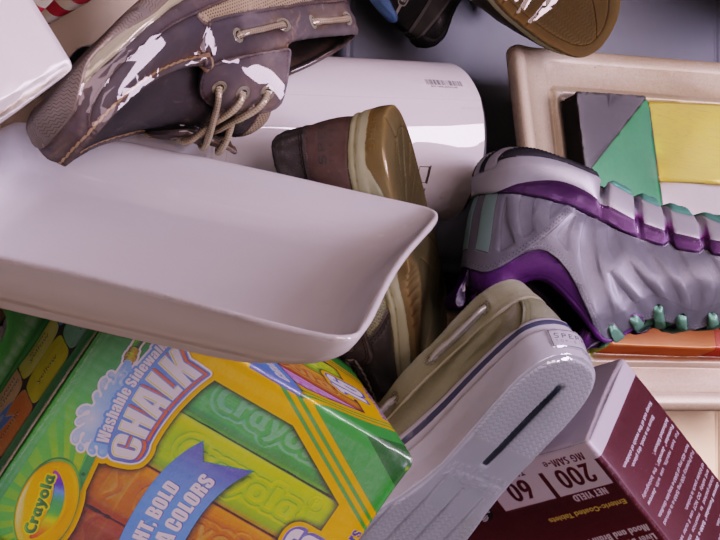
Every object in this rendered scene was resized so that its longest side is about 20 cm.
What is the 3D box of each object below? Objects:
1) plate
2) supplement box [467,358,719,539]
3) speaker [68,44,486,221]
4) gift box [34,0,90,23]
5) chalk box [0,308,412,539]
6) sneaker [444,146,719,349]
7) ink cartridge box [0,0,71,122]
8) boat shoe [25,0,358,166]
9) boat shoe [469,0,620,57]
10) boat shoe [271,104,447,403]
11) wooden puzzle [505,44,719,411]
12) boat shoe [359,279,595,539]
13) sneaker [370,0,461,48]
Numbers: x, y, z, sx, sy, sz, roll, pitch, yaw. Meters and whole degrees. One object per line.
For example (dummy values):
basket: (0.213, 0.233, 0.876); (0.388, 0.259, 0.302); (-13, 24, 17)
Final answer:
plate: (-0.081, -0.009, 1.134); (0.199, 0.200, 0.032); (12, 108, 8)
supplement box: (0.132, 0.142, 1.332); (0.200, 0.109, 0.061); (50, 44, -23)
speaker: (-0.044, -0.064, 1.312); (0.200, 0.081, 0.081); (0, 80, -29)
gift box: (-0.135, -0.196, 1.233); (0.187, 0.200, 0.185); (-36, 95, -45)
chalk box: (-0.102, 0.065, 1.206); (0.200, 0.124, 0.125); (30, 98, -22)
sneaker: (0.138, 0.013, 1.312); (0.200, 0.074, 0.088); (19, 78, -7)
ink cartridge box: (-0.221, -0.100, 1.147); (0.084, 0.200, 0.146); (-36, 97, -30)
boat shoe: (-0.064, -0.093, 1.215); (0.073, 0.074, 0.200); (50, 48, 0)
boat shoe: (0.047, -0.176, 1.332); (0.200, 0.065, 0.073); (42, 71, -29)
boat shoe: (0.000, 0.000, 1.297); (0.066, 0.201, 0.072); (2, 49, 12)
wooden puzzle: (0.166, -0.021, 1.386); (0.200, 0.037, 0.185); (3, 73, -32)
boat shoe: (0.026, 0.089, 1.271); (0.200, 0.062, 0.072); (-44, 135, 14)
sneaker: (0.085, -0.178, 1.418); (0.200, 0.071, 0.083); (-34, 99, -24)
